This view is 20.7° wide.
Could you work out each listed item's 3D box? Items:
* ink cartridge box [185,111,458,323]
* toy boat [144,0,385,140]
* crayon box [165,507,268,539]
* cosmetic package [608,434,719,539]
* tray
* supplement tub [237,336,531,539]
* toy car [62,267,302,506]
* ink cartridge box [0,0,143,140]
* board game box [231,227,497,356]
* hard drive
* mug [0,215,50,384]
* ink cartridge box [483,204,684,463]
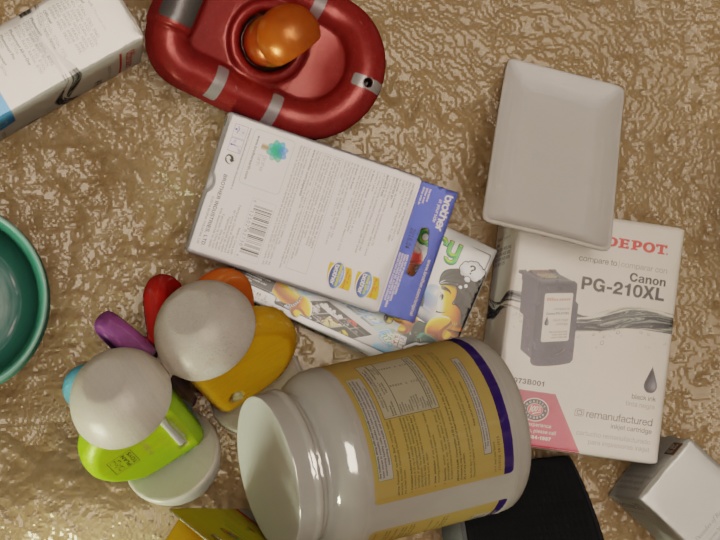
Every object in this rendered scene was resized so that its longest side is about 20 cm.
[{"bbox_3d":[-0.032,-0.042,1.614,0.199,0.042,0.120,18,90,-4],"label":"ink cartridge box"},{"bbox_3d":[-0.069,-0.187,1.602,0.199,0.131,0.131,24,84,-20],"label":"toy boat"},{"bbox_3d":[-0.076,0.239,1.534,0.127,0.200,0.051,34,94,20],"label":"crayon box"},{"bbox_3d":[0.312,0.230,1.654,0.200,0.102,0.074,41,81,-3],"label":"cosmetic package"},{"bbox_3d":[0.161,-0.094,1.641,0.107,0.022,0.200,13,47,-2],"label":"tray"},{"bbox_3d":[0.018,0.139,1.548,0.199,0.145,0.146,-11,88,-24],"label":"supplement tub"},{"bbox_3d":[-0.155,0.078,1.584,0.200,0.175,0.150,-39,57,-4],"label":"toy car"},{"bbox_3d":[-0.242,-0.178,1.594,0.200,0.116,0.068,-31,91,-8],"label":"ink cartridge box"},{"bbox_3d":[0.000,0.000,1.657,0.199,0.035,0.127,24,84,-6],"label":"board game box"},{"bbox_3d":[0.141,0.241,1.608,0.134,0.042,0.201,-5,52,-8],"label":"hard drive"},{"bbox_3d":[-0.340,0.028,1.570,0.184,0.114,0.153,-9,89,-7],"label":"mug"},{"bbox_3d":[0.182,0.053,1.654,0.144,0.084,0.201,8,85,-7],"label":"ink cartridge box"}]
